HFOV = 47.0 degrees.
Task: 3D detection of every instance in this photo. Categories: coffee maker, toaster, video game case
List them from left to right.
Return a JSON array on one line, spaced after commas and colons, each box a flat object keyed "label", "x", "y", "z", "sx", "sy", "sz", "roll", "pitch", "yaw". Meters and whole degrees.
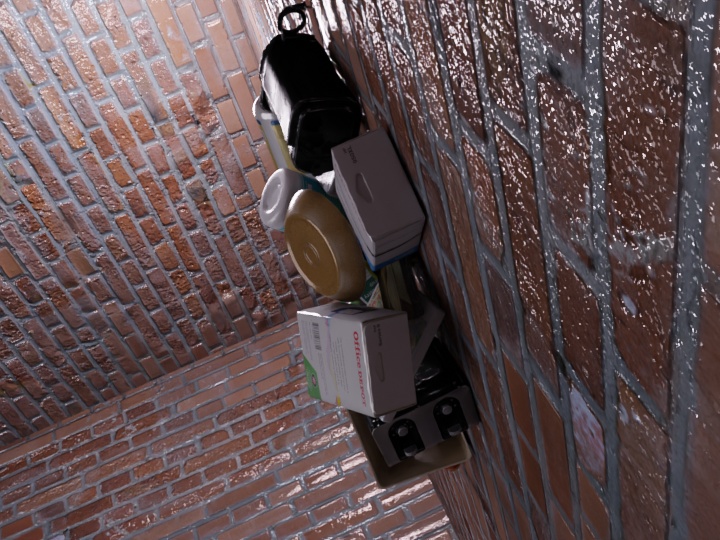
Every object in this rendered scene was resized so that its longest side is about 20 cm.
[{"label": "coffee maker", "x": -0.088, "y": -0.280, "z": 1.302, "sx": 0.201, "sy": 0.134, "sz": 0.193, "roll": -119, "pitch": 8, "yaw": -45}, {"label": "video game case", "x": 0.045, "y": 0.117, "z": 1.359, "sx": 0.023, "sy": 0.201, "sz": 0.182, "roll": 19, "pitch": -168, "yaw": -32}, {"label": "toaster", "x": 0.086, "y": 0.219, "z": 1.429, "sx": 0.200, "sy": 0.180, "sz": 0.119, "roll": -121, "pitch": 7, "yaw": -58}]

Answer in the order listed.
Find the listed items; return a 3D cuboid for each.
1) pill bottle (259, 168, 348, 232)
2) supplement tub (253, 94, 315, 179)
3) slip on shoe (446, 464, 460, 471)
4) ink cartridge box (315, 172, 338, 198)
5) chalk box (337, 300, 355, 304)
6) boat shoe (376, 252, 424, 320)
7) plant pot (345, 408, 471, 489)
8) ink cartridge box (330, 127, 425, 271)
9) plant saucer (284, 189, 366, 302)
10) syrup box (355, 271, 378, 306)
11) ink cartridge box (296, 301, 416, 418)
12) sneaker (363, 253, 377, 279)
[{"label": "pill bottle", "x": -0.078, "y": -0.106, "z": 1.528, "sx": 0.199, "sy": 0.111, "sz": 0.111, "roll": 19, "pitch": -156, "yaw": -30}, {"label": "supplement tub", "x": -0.114, "y": -0.260, "z": 1.632, "sx": 0.145, "sy": 0.144, "sz": 0.201, "roll": -120, "pitch": 9, "yaw": -58}, {"label": "slip on shoe", "x": 0.179, "y": 0.401, "z": 1.963, "sx": 0.200, "sy": 0.074, "sz": 0.061, "roll": 52, "pitch": 169, "yaw": 55}, {"label": "ink cartridge box", "x": -0.045, "y": -0.199, "z": 1.477, "sx": 0.200, "sy": 0.039, "sz": 0.100, "roll": -125, "pitch": 52, "yaw": -68}, {"label": "chalk box", "x": 0.006, "y": 0.106, "z": 1.752, "sx": 0.201, "sy": 0.123, "sz": 0.124, "roll": 55, "pitch": -161, "yaw": -6}, {"label": "boat shoe", "x": 0.059, "y": -0.012, "z": 1.318, "sx": 0.072, "sy": 0.065, "sz": 0.203, "roll": 106, "pitch": 158, "yaw": -63}, {"label": "plant pot", "x": 0.096, "y": 0.294, "z": 1.709, "sx": 0.177, "sy": 0.198, "sz": 0.201, "roll": -87, "pitch": -24, "yaw": -75}, {"label": "ink cartridge box", "x": 0.024, "y": -0.097, "z": 1.194, "sx": 0.200, "sy": 0.084, "sz": 0.146, "roll": 86, "pitch": 160, "yaw": -79}, {"label": "plant saucer", "x": -0.068, "y": -0.032, "z": 1.342, "sx": 0.200, "sy": 0.035, "sz": 0.201, "roll": 38, "pitch": 143, "yaw": 35}, {"label": "syrup box", "x": 0.000, "y": 0.000, "z": 1.482, "sx": 0.200, "sy": 0.079, "sz": 0.082, "roll": 44, "pitch": -162, "yaw": -22}, {"label": "ink cartridge box", "x": -0.008, "y": 0.133, "z": 1.285, "sx": 0.199, "sy": 0.087, "sz": 0.147, "roll": 4, "pitch": 103, "yaw": 59}, {"label": "sneaker", "x": 0.028, "y": -0.070, "z": 1.425, "sx": 0.084, "sy": 0.074, "sz": 0.201, "roll": 56, "pitch": -164, "yaw": -57}]
